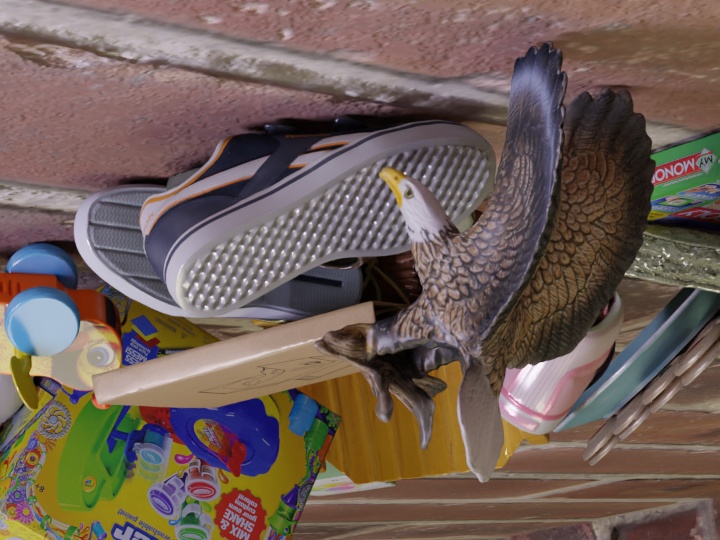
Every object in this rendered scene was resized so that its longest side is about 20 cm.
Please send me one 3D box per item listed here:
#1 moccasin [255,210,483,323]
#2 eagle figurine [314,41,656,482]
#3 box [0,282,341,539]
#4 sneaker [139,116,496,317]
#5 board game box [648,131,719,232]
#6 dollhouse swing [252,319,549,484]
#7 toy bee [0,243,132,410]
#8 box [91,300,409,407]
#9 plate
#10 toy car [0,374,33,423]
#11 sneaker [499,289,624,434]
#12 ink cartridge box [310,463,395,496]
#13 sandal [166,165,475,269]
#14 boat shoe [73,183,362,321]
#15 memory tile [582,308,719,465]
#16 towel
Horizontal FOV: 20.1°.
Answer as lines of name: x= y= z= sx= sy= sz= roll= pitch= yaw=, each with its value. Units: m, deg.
moccasin: x=0.000 y=-0.002 z=1.321 sx=0.201 sy=0.074 sz=0.078 roll=-3 pitch=-177 yaw=34
eagle figurine: x=0.071 y=-0.009 z=1.056 sx=0.200 sy=0.152 sz=0.151 roll=-39 pitch=114 yaw=13
box: x=-0.152 y=0.147 z=1.447 sx=0.200 sy=0.193 sz=0.122 roll=32 pitch=152 yaw=-18
sneaker: x=-0.026 y=-0.045 z=1.106 sx=0.199 sy=0.079 sz=0.079 roll=-19 pitch=131 yaw=-21
board game box: x=0.263 y=-0.055 z=1.294 sx=0.199 sy=0.029 sz=0.134 roll=6 pitch=162 yaw=-44
dollhouse swing: x=0.027 y=0.085 z=1.521 sx=0.199 sy=0.183 sz=0.176 roll=-8 pitch=-172 yaw=10
toy bee: x=-0.194 y=0.046 z=1.298 sx=0.199 sy=0.109 sz=0.131 roll=6 pitch=-146 yaw=12
box: x=-0.046 y=0.056 z=1.294 sx=0.199 sy=0.021 sz=0.163 roll=-15 pitch=170 yaw=23
plate: x=0.217 y=0.053 z=1.486 sx=0.200 sy=0.026 sz=0.200 roll=-46 pitch=175 yaw=-6
toy car: x=-0.303 y=0.082 z=1.425 sx=0.200 sy=0.185 sz=0.177 roll=-32 pitch=-175 yaw=-35
sneaker: x=0.155 y=0.029 z=1.447 sx=0.075 sy=0.105 sz=0.200 roll=28 pitch=-151 yaw=6
ink cartridge box: x=-0.045 y=0.213 z=2.276 sx=0.103 sy=0.060 sz=0.200 roll=-11 pitch=167 yaw=20
sandal: x=-0.024 y=-0.029 z=1.204 sx=0.200 sy=0.058 sz=0.080 roll=2 pitch=165 yaw=-32
boat shoe: x=-0.095 y=0.000 z=1.233 sx=0.199 sy=0.074 sz=0.067 roll=19 pitch=165 yaw=-34
memory tile: x=0.236 y=0.059 z=1.460 sx=0.153 sy=0.017 sz=0.200 roll=-43 pitch=174 yaw=-34
towel: x=0.217 y=-0.009 z=1.333 sx=0.199 sy=0.037 sz=0.148 roll=11 pitch=-176 yaw=39
